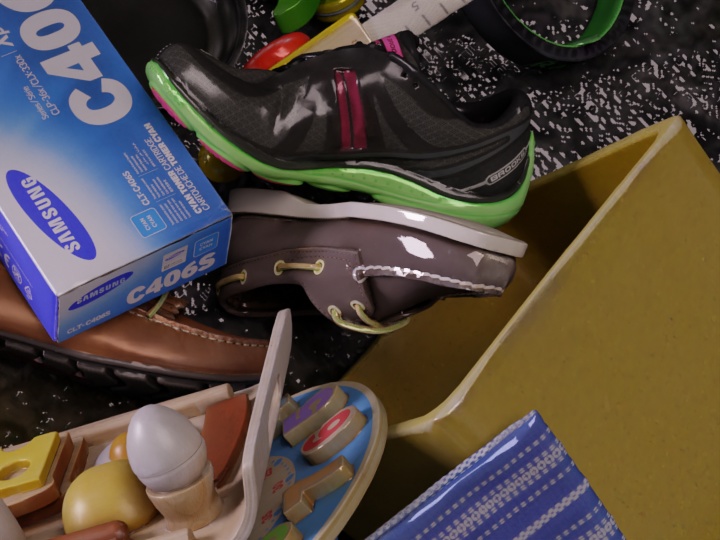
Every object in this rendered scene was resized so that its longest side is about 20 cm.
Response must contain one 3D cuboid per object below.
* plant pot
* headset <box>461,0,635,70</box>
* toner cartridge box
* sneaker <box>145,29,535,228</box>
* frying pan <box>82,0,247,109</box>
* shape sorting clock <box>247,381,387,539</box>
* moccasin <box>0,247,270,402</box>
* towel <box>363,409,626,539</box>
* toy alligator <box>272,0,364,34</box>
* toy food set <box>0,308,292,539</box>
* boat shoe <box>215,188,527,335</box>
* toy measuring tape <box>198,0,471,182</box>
[{"bbox_3d":[0.115,0.083,1.073,0.200,0.194,0.196,46,65,-10],"label":"plant pot"},{"bbox_3d":[0.093,-0.209,1.202,0.123,0.094,0.201,-22,93,-39],"label":"headset"},{"bbox_3d":[-0.152,-0.069,1.069,0.095,0.043,0.200,-26,65,-23],"label":"toner cartridge box"},{"bbox_3d":[-0.008,-0.080,1.078,0.199,0.077,0.084,13,105,-22],"label":"sneaker"},{"bbox_3d":[-0.097,-0.096,1.135,0.114,0.031,0.191,-22,67,-20],"label":"frying pan"},{"bbox_3d":[-0.069,0.120,0.997,0.039,0.200,0.200,45,64,-16],"label":"shape sorting clock"},{"bbox_3d":[-0.133,0.014,1.086,0.200,0.074,0.078,15,76,-1],"label":"moccasin"},{"bbox_3d":[0.071,0.177,0.954,0.144,0.024,0.201,-38,111,-6],"label":"towel"},{"bbox_3d":[-0.006,-0.196,1.207,0.054,0.060,0.200,10,51,35],"label":"toy alligator"},{"bbox_3d":[-0.127,0.082,0.986,0.198,0.144,0.061,-16,113,11],"label":"toy food set"},{"bbox_3d":[0.000,0.000,1.055,0.072,0.199,0.060,19,83,-39],"label":"boat shoe"},{"bbox_3d":[0.003,-0.105,1.146,0.199,0.074,0.074,-34,82,5],"label":"toy measuring tape"}]
